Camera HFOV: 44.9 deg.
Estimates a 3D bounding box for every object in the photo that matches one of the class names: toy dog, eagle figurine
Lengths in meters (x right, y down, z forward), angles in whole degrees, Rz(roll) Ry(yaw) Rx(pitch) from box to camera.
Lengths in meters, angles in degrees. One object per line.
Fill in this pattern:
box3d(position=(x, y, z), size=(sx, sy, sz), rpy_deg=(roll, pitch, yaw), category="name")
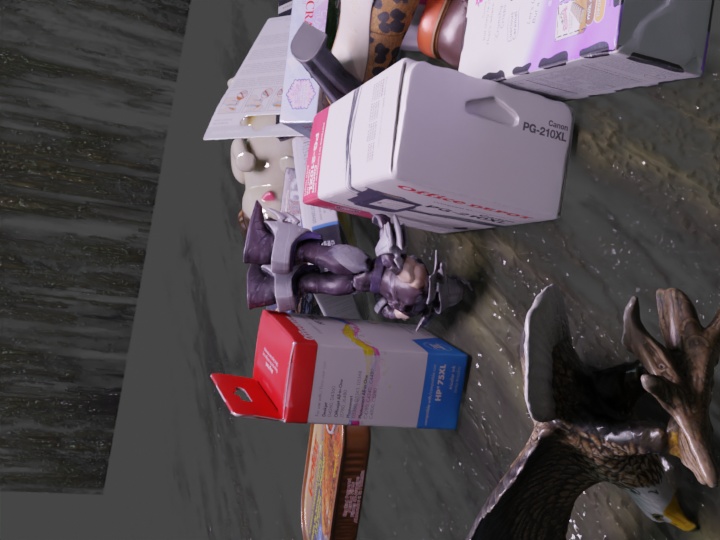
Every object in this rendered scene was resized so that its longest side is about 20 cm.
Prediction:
box3d(position=(-0.113, -0.135, 1.164), size=(0.194, 0.136, 0.205), rpy_deg=(110, 162, -77), category="toy dog")
box3d(position=(0.119, 0.098, 0.484), size=(0.200, 0.149, 0.154), rpy_deg=(-42, 65, 53), category="eagle figurine")

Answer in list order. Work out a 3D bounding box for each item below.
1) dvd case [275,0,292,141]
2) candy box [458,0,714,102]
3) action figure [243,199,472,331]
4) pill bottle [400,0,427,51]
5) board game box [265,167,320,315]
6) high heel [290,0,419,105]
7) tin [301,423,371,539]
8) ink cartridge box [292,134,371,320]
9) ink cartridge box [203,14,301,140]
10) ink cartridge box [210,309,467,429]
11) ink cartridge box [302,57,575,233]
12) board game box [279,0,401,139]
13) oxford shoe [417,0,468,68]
box3d(position=(-0.041, -0.270, 1.070), size=(0.146, 0.016, 0.205), rpy_deg=(-14, 66, 29), category="dvd case")
box3d(position=(0.147, -0.208, 0.584), size=(0.199, 0.070, 0.172), rpy_deg=(-168, 86, -69), category="candy box")
box3d(position=(0.000, 0.000, 0.742), size=(0.131, 0.195, 0.071), rpy_deg=(96, -177, -53), category="action figure")
box3d(position=(0.054, -0.321, 0.813), size=(0.113, 0.111, 0.206), rpy_deg=(-176, 93, -69), category="pill bottle")
box3d(position=(-0.070, -0.016, 1.055), size=(0.135, 0.034, 0.205), rpy_deg=(-11, -70, -78), category="board game box")
box3d(position=(0.031, -0.226, 0.739), size=(0.071, 0.142, 0.201), rpy_deg=(43, 94, 23), category="high heel")
box3d(position=(-0.028, 0.217, 0.940), size=(0.112, 0.041, 0.205), rpy_deg=(-144, 59, -63), category="tin")
box3d(position=(-0.021, -0.008, 0.935), size=(0.201, 0.046, 0.201), rpy_deg=(67, -170, -54), category="ink cartridge box")
box3d(position=(-0.073, -0.215, 0.998), size=(0.157, 0.047, 0.203), rpy_deg=(3, 57, 32), category="ink cartridge box")
box3d(position=(-0.021, 0.083, 0.750), size=(0.116, 0.195, 0.069), rpy_deg=(-153, 71, -67), category="ink cartridge box")
box3d(position=(0.053, -0.087, 0.689), size=(0.199, 0.141, 0.087), rpy_deg=(177, 103, -69), category="ink cartridge box")
box3d(position=(-0.011, -0.223, 0.882), size=(0.199, 0.040, 0.205), rpy_deg=(14, -99, -67), category="board game box")
box3d(position=(0.119, -0.262, 0.713), size=(0.072, 0.071, 0.204), rpy_deg=(30, 106, 24), category="oxford shoe")
